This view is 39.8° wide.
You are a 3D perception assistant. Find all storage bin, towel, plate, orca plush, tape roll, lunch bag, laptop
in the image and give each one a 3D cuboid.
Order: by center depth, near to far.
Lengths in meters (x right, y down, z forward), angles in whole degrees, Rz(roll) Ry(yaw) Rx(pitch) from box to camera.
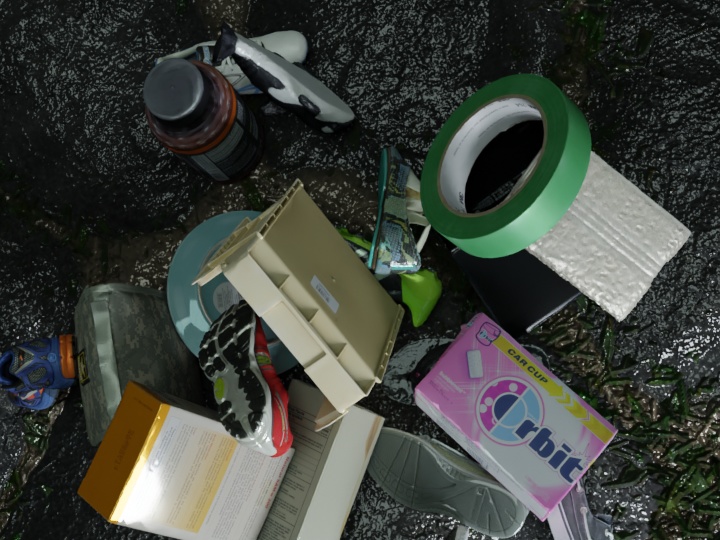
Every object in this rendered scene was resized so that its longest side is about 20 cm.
[{"bbox_3d":[-0.059,0.034,1.058,0.093,0.199,0.201,-34,103,23],"label":"storage bin"},{"bbox_3d":[0.155,-0.115,1.085,0.199,0.048,0.203,-28,46,34],"label":"tape roll"},{"bbox_3d":[0.257,-0.049,1.114,0.199,0.035,0.133,37,97,-9],"label":"towel"},{"bbox_3d":[-0.258,0.109,1.127,0.115,0.200,0.167,-12,79,7],"label":"lunch bag"},{"bbox_3d":[-0.126,0.024,1.161,0.197,0.026,0.204,6,73,-20],"label":"plate"},{"bbox_3d":[0.188,-0.061,1.178,0.186,0.116,0.201,-34,48,2],"label":"laptop"},{"bbox_3d":[-0.101,-0.208,1.187,0.071,0.198,0.106,-47,48,22],"label":"orca plush"}]

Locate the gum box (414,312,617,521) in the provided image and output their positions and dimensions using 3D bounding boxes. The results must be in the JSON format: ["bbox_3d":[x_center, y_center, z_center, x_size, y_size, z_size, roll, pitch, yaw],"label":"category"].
[{"bbox_3d":[0.158,0.152,1.064,0.199,0.066,0.114,41,76,17],"label":"gum box"}]

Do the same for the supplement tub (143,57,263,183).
[{"bbox_3d":[-0.186,-0.178,1.166,0.105,0.200,0.109,-2,78,10],"label":"supplement tub"}]

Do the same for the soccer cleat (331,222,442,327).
[{"bbox_3d":[0.000,0.000,1.174,0.198,0.067,0.082,26,98,13],"label":"soccer cleat"}]

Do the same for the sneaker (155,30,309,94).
[{"bbox_3d":[-0.161,-0.258,1.243,0.196,0.073,0.073,-14,76,6],"label":"sneaker"}]

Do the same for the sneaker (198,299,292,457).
[{"bbox_3d":[-0.118,0.119,1.064,0.076,0.085,0.202,-32,42,13],"label":"sneaker"}]

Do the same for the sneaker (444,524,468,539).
[{"bbox_3d":[0.044,0.354,1.084,0.098,0.071,0.203,26,99,11],"label":"sneaker"}]

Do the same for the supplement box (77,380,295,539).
[{"bbox_3d":[-0.177,0.209,1.041,0.073,0.199,0.128,19,82,45],"label":"supplement box"}]

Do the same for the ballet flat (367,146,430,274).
[{"bbox_3d":[0.048,-0.067,1.144,0.073,0.075,0.202,-2,45,9],"label":"ballet flat"}]

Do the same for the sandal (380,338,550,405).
[{"bbox_3d":[0.117,0.111,1.139,0.197,0.048,0.077,-6,79,9],"label":"sandal"}]

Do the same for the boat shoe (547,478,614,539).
[{"bbox_3d":[0.244,0.284,1.078,0.067,0.072,0.203,-20,70,7],"label":"boat shoe"}]

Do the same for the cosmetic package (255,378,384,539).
[{"bbox_3d":[-0.060,0.236,1.117,0.104,0.071,0.203,17,83,44],"label":"cosmetic package"}]

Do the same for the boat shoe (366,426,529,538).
[{"bbox_3d":[0.095,0.234,1.119,0.199,0.065,0.076,20,96,18],"label":"boat shoe"}]

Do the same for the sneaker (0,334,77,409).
[{"bbox_3d":[-0.391,0.115,1.166,0.077,0.200,0.077,4,68,-29],"label":"sneaker"}]
